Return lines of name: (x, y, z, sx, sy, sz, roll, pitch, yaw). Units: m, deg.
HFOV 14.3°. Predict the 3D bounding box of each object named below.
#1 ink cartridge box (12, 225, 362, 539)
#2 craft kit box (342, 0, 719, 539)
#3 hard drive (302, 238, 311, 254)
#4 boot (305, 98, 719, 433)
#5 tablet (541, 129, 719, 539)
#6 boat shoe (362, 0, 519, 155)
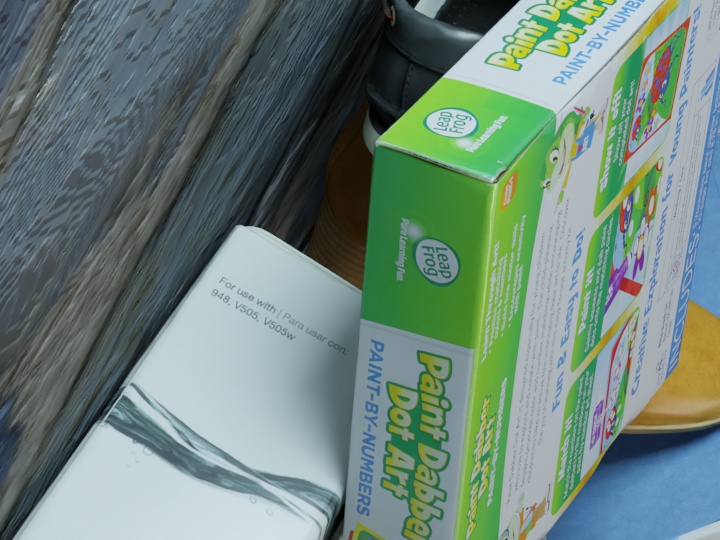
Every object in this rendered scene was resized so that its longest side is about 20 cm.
ink cartridge box: (-0.065, 0.105, 0.948, 0.200, 0.083, 0.147, -57, 173, -32)
craft kit box: (0.061, -0.001, 0.941, 0.198, 0.049, 0.200, -49, 152, -48)
hard drive: (0.000, 0.000, 1.234, 0.132, 0.026, 0.200, -59, 173, -11)
boot: (0.084, -0.015, 1.079, 0.144, 0.201, 0.071, 121, -21, -44)
tablet: (0.122, 0.034, 1.188, 0.014, 0.130, 0.200, 54, 20, -45)
boat shoe: (0.058, -0.103, 1.007, 0.201, 0.074, 0.063, -55, 161, -53)
